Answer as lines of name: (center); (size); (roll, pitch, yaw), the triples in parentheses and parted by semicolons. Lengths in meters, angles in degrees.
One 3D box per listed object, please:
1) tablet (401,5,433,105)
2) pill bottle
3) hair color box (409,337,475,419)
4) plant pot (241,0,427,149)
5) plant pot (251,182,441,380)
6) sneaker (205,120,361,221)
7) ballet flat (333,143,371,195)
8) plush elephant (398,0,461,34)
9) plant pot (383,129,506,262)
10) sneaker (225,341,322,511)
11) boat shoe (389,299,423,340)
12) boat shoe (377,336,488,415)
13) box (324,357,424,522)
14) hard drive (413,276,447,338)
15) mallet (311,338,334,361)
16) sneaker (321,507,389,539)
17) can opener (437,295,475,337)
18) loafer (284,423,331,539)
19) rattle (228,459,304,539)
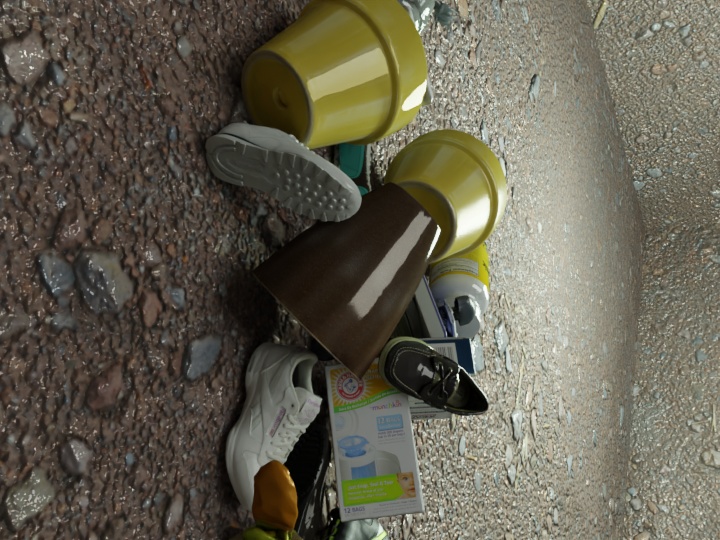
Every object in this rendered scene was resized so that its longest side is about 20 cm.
tablet: (0.012, -0.288, 0.990); (0.014, 0.198, 0.132); (-34, 116, -37)
pill bottle: (0.177, 0.024, 1.267); (0.112, 0.110, 0.202); (59, 28, -36)
hair color box: (0.106, 0.172, 1.086); (0.201, 0.098, 0.061); (99, -11, -59)
plant pot: (-0.044, -0.247, 0.913); (0.188, 0.199, 0.203); (-35, 116, -39)
plant pot: (0.000, -0.005, 0.867); (0.200, 0.187, 0.187); (-46, 134, -5)
sneaker: (-0.082, -0.126, 0.830); (0.081, 0.198, 0.077); (-52, 164, -51)
ballet flat: (-0.011, -0.122, 1.059); (0.072, 0.071, 0.203); (35, 58, -51)
plush elephant: (0.044, -0.381, 1.121); (0.198, 0.165, 0.156); (19, 108, -23)
plant pot: (0.115, -0.103, 1.102); (0.189, 0.198, 0.204); (-43, 122, -59)
sneaker: (-0.101, 0.183, 0.838); (0.075, 0.098, 0.203); (34, 60, -54)
boat shoe: (0.071, 0.121, 1.170); (0.061, 0.072, 0.202); (-25, 124, -11)
boat shoe: (0.102, 0.140, 0.912); (0.199, 0.064, 0.074); (27, 82, -43)
box: (0.018, 0.228, 0.952); (0.102, 0.111, 0.203); (80, 3, -71)
hard drive: (0.114, 0.098, 1.157); (0.201, 0.025, 0.133); (74, -2, -60)
mallet: (-0.015, 0.039, 0.968); (0.065, 0.041, 0.202); (-19, 135, -51)
sneaker: (-0.035, 0.377, 0.975); (0.199, 0.071, 0.084); (6, 55, -58)
can opener: (0.169, 0.120, 1.180); (0.201, 0.066, 0.054); (73, -1, -46)
loafer: (-0.082, 0.297, 0.895); (0.071, 0.072, 0.203); (54, 47, -54)
rattle: (-0.136, 0.323, 0.733); (0.199, 0.130, 0.144); (-27, 145, -33)
